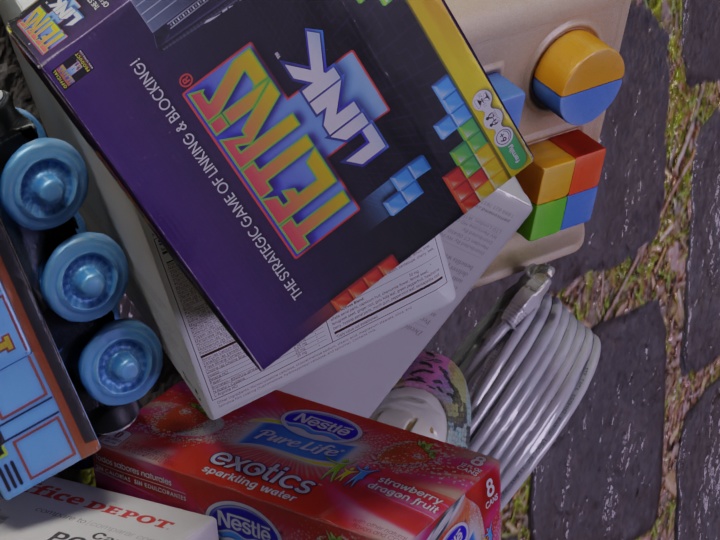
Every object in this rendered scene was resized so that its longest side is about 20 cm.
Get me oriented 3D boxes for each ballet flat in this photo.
[{"bbox_3d":[0.013,0.127,1.402,0.071,0.069,0.201,60,46,-58],"label":"ballet flat"}]

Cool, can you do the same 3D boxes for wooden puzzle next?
[{"bbox_3d":[0.089,-0.076,1.478,0.184,0.046,0.201,-18,128,-35],"label":"wooden puzzle"}]

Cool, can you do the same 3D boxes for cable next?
[{"bbox_3d":[0.073,0.102,1.568,0.201,0.069,0.200,-57,-178,-14],"label":"cable"}]

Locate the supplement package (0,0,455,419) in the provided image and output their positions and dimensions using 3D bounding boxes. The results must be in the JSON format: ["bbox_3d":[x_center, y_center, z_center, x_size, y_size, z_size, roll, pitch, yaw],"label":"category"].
[{"bbox_3d":[-0.073,-0.076,1.245,0.146,0.191,0.201,-26,128,-12],"label":"supplement package"}]

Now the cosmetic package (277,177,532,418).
[{"bbox_3d":[0.000,0.000,1.384,0.071,0.102,0.200,25,115,-31],"label":"cosmetic package"}]

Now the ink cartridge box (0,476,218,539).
[{"bbox_3d":[-0.180,0.183,1.227,0.200,0.146,0.083,-34,127,-51],"label":"ink cartridge box"}]

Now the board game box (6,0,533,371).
[{"bbox_3d":[-0.036,-0.079,1.106,0.165,0.057,0.200,-39,127,-5],"label":"board game box"}]

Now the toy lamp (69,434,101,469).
[{"bbox_3d":[-0.126,0.116,1.382,0.058,0.058,0.200,-62,144,-26],"label":"toy lamp"}]

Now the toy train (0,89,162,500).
[{"bbox_3d":[-0.176,0.010,1.227,0.114,0.087,0.201,-30,120,-17],"label":"toy train"}]

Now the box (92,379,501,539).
[{"bbox_3d":[-0.033,0.133,1.294,0.100,0.199,0.096,-35,131,-47],"label":"box"}]
